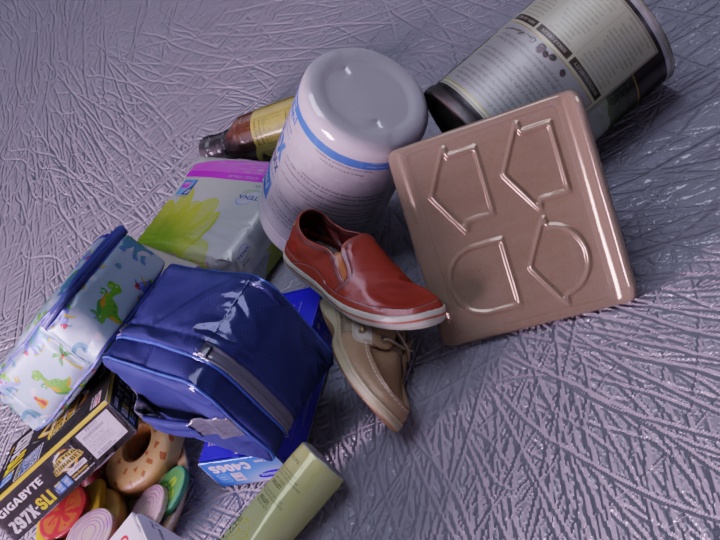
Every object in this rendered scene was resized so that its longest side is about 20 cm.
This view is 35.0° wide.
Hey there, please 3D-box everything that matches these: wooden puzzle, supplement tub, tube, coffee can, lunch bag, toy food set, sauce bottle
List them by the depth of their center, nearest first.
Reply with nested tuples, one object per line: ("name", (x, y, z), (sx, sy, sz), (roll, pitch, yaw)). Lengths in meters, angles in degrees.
("tube", (-0.096, 0.241, 0.995), (0.200, 0.052, 0.058), (-49, -7, -3))
("wooden puzzle", (0.135, -0.044, 1.016), (0.198, 0.188, 0.046), (-16, 2, 31))
("lunch bag", (-0.141, 0.088, 1.044), (0.198, 0.136, 0.133), (5, 53, 48))
("coffee can", (0.182, -0.180, 1.110), (0.199, 0.147, 0.146), (-40, 36, -2))
("toy food set", (-0.249, 0.234, 1.132), (0.198, 0.049, 0.199), (-30, 37, 12))
("supplement tub", (-0.021, -0.112, 1.151), (0.201, 0.130, 0.133), (120, 169, -51))
("lunch bag", (-0.285, 0.057, 1.159), (0.200, 0.082, 0.161), (-45, 11, 39))
("sauce bottle", (-0.116, -0.174, 1.435), (0.198, 0.066, 0.067), (-13, 43, 33))

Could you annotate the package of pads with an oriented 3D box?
("package of pads", (-0.161, -0.055, 1.344), (0.198, 0.068, 0.155), (8, 56, 46))

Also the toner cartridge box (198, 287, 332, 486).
("toner cartridge box", (-0.085, 0.110, 1.123), (0.094, 0.043, 0.202), (-14, 43, 32))

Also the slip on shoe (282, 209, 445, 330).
("slip on shoe", (0.000, 0.000, 1.063), (0.073, 0.062, 0.199), (-16, 35, -39))

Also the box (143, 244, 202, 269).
("box", (-0.232, 0.031, 1.295), (0.199, 0.095, 0.078), (16, 62, 50))

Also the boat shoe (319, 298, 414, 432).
("boat shoe", (0.013, 0.068, 1.059), (0.064, 0.071, 0.201), (-35, 35, 6))

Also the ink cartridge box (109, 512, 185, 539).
("ink cartridge box", (-0.201, 0.327, 0.936), (0.201, 0.084, 0.145), (-50, 36, 3))

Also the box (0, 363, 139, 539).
("box", (-0.296, 0.172, 1.164), (0.160, 0.049, 0.200), (-44, 14, 1))
